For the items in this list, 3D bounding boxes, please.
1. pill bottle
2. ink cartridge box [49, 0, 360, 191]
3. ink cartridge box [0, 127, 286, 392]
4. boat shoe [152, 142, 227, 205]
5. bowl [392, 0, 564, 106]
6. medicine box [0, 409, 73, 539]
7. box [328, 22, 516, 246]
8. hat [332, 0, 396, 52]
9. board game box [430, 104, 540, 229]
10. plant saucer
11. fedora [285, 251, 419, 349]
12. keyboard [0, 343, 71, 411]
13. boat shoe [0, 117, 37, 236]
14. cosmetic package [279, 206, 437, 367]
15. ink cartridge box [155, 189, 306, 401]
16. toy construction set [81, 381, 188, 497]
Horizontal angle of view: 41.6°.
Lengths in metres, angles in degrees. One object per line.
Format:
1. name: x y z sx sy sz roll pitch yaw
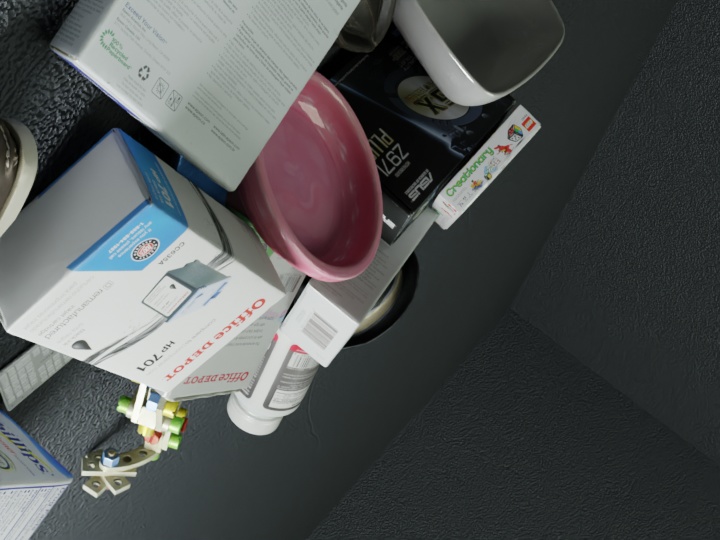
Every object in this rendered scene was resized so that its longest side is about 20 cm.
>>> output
1. pill bottle: -0.115 0.128 1.305 0.110 0.110 0.202 -31 153 -55
2. ink cartridge box: -0.099 -0.187 0.691 0.202 0.043 0.196 -57 147 -6
3. ink cartridge box: -0.172 0.002 0.752 0.146 0.086 0.200 -39 148 8
4. boat shoe: -0.160 -0.072 0.821 0.083 0.068 0.202 -25 146 -41
5. bowl: 0.106 -0.274 0.991 0.074 0.201 0.200 -28 -170 49
6. medicine box: -0.359 0.210 0.756 0.183 0.102 0.200 -53 165 -2
7. box: 0.043 -0.159 1.037 0.200 0.164 0.086 -46 176 -25
8. hat: -0.013 -0.246 0.856 0.201 0.080 0.201 -50 165 -19
9. board game box: 0.135 -0.110 1.072 0.126 0.035 0.200 -48 178 -2
10. plant saucer: -0.051 -0.086 0.878 0.050 0.204 0.200 -16 -174 31
11. fedora: -0.022 -0.001 1.194 0.201 0.199 0.092 -47 144 -23
12. keyboard: -0.258 0.051 0.893 0.200 0.011 0.057 -45 162 -33
13. boat shoe: -0.274 -0.007 0.609 0.202 0.071 0.059 -62 157 13
14. cosmetic package: 0.000 0.000 1.063 0.201 0.071 0.102 -52 179 -41
15. ink cartridge box: -0.141 0.023 0.972 0.145 0.087 0.203 4 115 -62
16. toy construction set: -0.237 0.172 1.065 0.201 0.091 0.132 -54 -169 31
